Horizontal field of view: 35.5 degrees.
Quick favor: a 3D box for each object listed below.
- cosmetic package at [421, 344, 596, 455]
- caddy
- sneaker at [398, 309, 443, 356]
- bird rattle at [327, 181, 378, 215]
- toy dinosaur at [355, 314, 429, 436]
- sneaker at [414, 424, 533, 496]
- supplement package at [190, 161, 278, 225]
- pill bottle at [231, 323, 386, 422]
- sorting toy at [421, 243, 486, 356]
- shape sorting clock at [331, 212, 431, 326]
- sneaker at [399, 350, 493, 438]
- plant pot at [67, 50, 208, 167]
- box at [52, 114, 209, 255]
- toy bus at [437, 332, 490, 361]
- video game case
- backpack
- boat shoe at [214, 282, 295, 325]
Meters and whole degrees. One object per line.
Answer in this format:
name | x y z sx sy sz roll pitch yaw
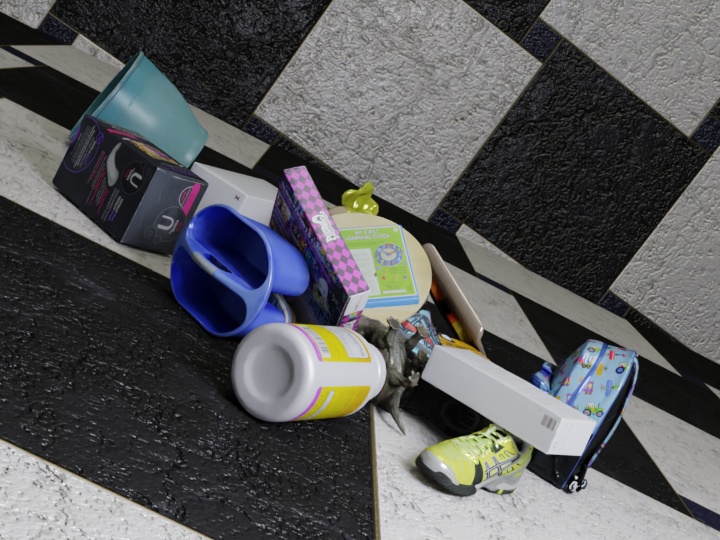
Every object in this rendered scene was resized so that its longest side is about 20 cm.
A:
cosmetic package | 0.174 0.155 1.346 0.200 0.051 0.082 29 12 40
caddy | -0.159 0.003 1.398 0.105 0.142 0.200 18 13 -46
sneaker | 0.087 0.098 1.563 0.200 0.096 0.079 33 -28 0
bird rattle | -0.019 -0.063 1.761 0.163 0.113 0.200 43 23 13
toy dinosaur | 0.038 0.124 1.437 0.077 0.102 0.200 2 58 -38
sneaker | 0.133 0.212 1.307 0.075 0.076 0.200 36 14 32
supplement package | -0.193 -0.083 1.795 0.120 0.121 0.200 33 11 25
pill bottle | -0.048 0.113 1.248 0.104 0.104 0.200 33 11 27
sorting toy | 0.150 0.070 1.828 0.185 0.036 0.200 60 -5 26
shape sorting clock | 0.000 0.000 1.567 0.200 0.200 0.039 29 -33 9
sneaker | 0.091 0.165 1.490 0.200 0.076 0.091 37 1 23
plant pot | -0.382 -0.251 2.001 0.188 0.200 0.200 41 5 -20
box | -0.334 -0.125 1.630 0.200 0.122 0.106 36 12 37
toy bus | 0.103 0.131 1.671 0.200 0.065 0.078 19 15 -44
video game case | -0.060 0.000 1.431 0.036 0.181 0.200 -16 60 -23
backpack | 0.294 0.179 1.542 0.134 0.200 0.183 30 11 13
boat shoe | -0.141 0.032 1.498 0.072 0.072 0.200 19 13 -48
